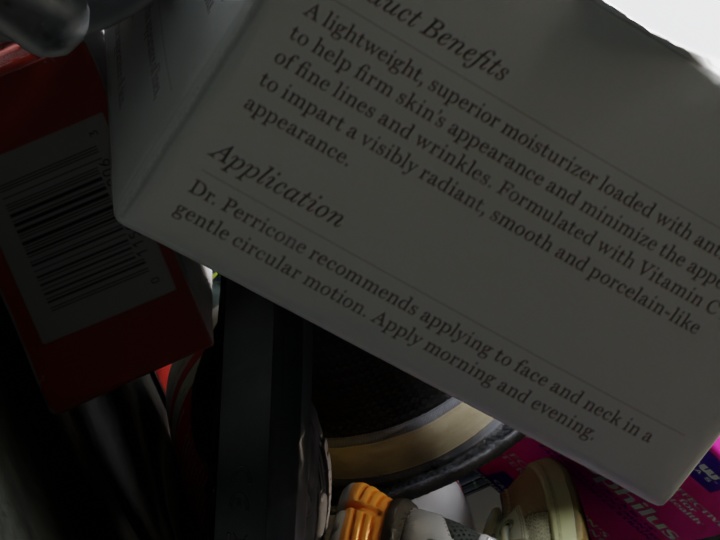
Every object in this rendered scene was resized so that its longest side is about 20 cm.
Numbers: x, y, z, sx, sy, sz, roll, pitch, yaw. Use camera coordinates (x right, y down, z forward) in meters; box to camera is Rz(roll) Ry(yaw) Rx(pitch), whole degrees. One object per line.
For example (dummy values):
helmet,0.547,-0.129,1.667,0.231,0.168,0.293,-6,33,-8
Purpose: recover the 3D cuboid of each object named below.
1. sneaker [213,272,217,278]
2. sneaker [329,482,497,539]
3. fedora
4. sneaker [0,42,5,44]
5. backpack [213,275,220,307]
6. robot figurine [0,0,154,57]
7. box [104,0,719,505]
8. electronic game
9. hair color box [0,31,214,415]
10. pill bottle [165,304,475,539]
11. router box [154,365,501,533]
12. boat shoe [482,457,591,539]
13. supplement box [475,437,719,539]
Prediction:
sneaker,-0.100,-0.086,1.081,0.074,0.083,0.201,-5,-78,47
sneaker,0.016,0.154,0.813,0.078,0.077,0.200,104,-3,-49
fedora,0.000,0.000,0.996,0.092,0.200,0.201,62,3,-32
sneaker,-0.140,-0.141,0.970,0.105,0.075,0.201,-49,-155,47
backpack,-0.073,-0.062,1.373,0.200,0.126,0.167,63,4,-6
robot figurine,-0.101,-0.145,0.762,0.113,0.170,0.200,40,19,-31
box,0.034,-0.062,0.800,0.199,0.131,0.200,29,20,-19
electronic game,-0.030,0.073,0.847,0.200,0.041,0.201,-176,-90,-86
hair color box,-0.100,-0.031,0.909,0.200,0.064,0.111,-103,170,-79
pill bottle,-0.015,0.097,1.068,0.200,0.112,0.112,-111,178,-59
router box,0.022,0.095,1.211,0.049,0.179,0.201,-113,178,-83
boat shoe,0.067,0.141,0.992,0.201,0.063,0.073,-97,170,-60
supplement box,0.122,0.047,1.070,0.101,0.103,0.200,41,-23,-7
